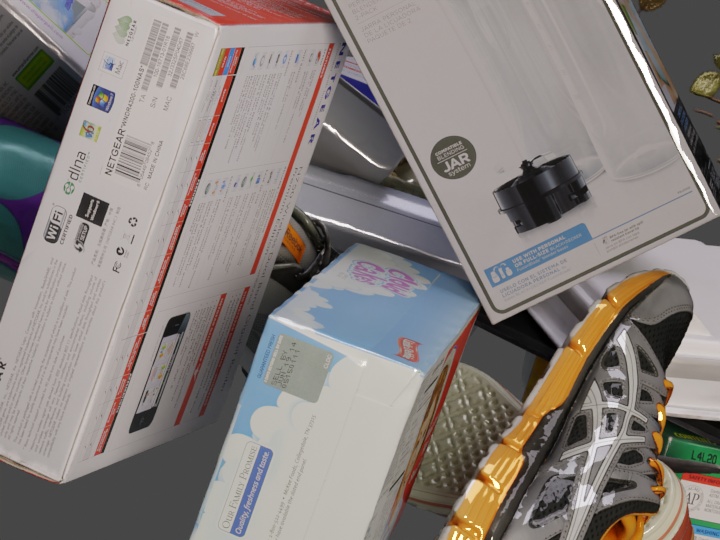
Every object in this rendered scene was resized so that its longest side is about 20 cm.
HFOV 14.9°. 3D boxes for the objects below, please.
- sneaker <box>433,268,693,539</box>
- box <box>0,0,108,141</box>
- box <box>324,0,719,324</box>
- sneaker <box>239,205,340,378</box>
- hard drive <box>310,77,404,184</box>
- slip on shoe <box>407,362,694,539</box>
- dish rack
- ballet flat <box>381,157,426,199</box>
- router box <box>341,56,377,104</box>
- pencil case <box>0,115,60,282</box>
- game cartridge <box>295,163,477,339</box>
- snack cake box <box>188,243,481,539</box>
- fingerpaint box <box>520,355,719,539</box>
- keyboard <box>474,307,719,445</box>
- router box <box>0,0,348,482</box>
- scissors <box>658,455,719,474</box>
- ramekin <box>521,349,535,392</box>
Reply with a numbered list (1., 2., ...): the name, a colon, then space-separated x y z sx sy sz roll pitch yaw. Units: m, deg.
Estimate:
1. sneaker: 0.099 0.081 1.184 0.077 0.078 0.200 31 57 8
2. box: -0.149 -0.156 1.486 0.101 0.112 0.200 42 47 -8
3. box: 0.063 -0.092 1.194 0.116 0.200 0.060 -25 8 14
4. sneaker: -0.032 0.013 1.332 0.200 0.079 0.074 32 50 -23
5. hard drive: -0.049 -0.080 1.426 0.132 0.026 0.200 37 -13 -3
6. slip on shoe: 0.070 0.096 1.274 0.200 0.074 0.061 20 -25 39
7. dish rack: 0.173 0.021 1.344 0.171 0.044 0.200 5 17 -15
8. ballet flat: 0.077 -0.050 1.393 0.200 0.062 0.067 -10 13 43
9. router box: 0.068 -0.068 1.559 0.200 0.049 0.179 23 11 22
10. pencil case: -0.187 -0.032 1.402 0.200 0.085 0.092 22 50 14
11. game cartridge: 0.000 0.000 1.436 0.133 0.041 0.200 21 -19 -4
12. snack cake box: -0.008 0.064 1.144 0.067 0.115 0.200 20 11 6
13. fingerpaint box: 0.198 0.103 1.383 0.200 0.074 0.167 13 12 -21
14. keyboard: 0.154 0.051 1.343 0.127 0.021 0.200 -6 24 -43
15. router box: -0.082 -0.021 1.180 0.049 0.200 0.179 23 11 14
16. scissors: 0.113 0.091 1.296 0.200 0.014 0.073 15 -38 46
17. ramekin: 0.188 0.051 1.560 0.200 0.098 0.200 18 11 -3
